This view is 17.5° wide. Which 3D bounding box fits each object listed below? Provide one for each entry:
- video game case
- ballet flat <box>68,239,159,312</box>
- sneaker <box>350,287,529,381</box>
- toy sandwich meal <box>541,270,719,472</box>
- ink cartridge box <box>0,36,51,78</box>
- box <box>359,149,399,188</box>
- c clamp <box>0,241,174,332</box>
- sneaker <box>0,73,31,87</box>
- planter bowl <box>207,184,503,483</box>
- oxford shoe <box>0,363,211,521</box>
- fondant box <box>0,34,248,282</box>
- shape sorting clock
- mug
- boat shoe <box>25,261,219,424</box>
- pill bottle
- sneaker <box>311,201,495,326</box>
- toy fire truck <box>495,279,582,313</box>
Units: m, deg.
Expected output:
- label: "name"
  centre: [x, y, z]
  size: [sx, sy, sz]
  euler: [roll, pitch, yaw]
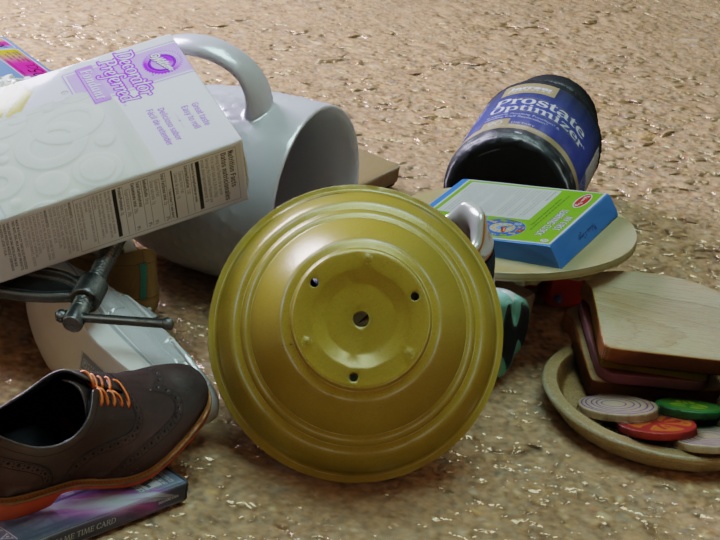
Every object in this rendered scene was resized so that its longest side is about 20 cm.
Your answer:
- label: "video game case"
  centre: [-0.229, 0.137, 1.473]
  size: [0.143, 0.019, 0.199]
  euler: [28, 30, 36]
- label: "ballet flat"
  centre: [-0.213, -0.028, 1.777]
  size: [0.068, 0.063, 0.200]
  euler: [-13, 32, -39]
- label: "sneaker"
  centre: [0.020, 0.038, 1.691]
  size: [0.140, 0.078, 0.199]
  euler: [28, 31, 34]
- label: "toy sandwich meal"
  centre: [0.225, 0.072, 1.694]
  size: [0.204, 0.071, 0.205]
  euler: [7, 25, -3]
- label: "ink cartridge box"
  centre: [-0.354, -0.130, 1.937]
  size: [0.199, 0.077, 0.136]
  euler: [-13, 32, -36]
- label: "box"
  centre: [-0.087, -0.081, 1.979]
  size: [0.163, 0.021, 0.200]
  euler: [22, 29, 27]
- label: "c clamp"
  centre: [-0.192, -0.025, 1.634]
  size: [0.170, 0.027, 0.201]
  euler: [3, 41, 10]
- label: "sneaker"
  centre: [-0.283, -0.126, 1.727]
  size: [0.199, 0.094, 0.070]
  euler: [-22, 5, -9]
- label: "planter bowl"
  centre: [-0.001, 0.036, 1.529]
  size: [0.199, 0.202, 0.083]
  euler: [7, -8, -2]
- label: "oxford shoe"
  centre: [-0.163, 0.094, 1.459]
  size: [0.200, 0.073, 0.071]
  euler: [-24, 61, -43]
- label: "fondant box"
  centre: [-0.196, -0.079, 1.633]
  size: [0.199, 0.058, 0.144]
  euler: [-19, 43, -16]
- label: "shape sorting clock"
  centre: [0.112, -0.028, 1.789]
  size: [0.199, 0.039, 0.200]
  euler: [-2, 19, 1]
- label: "mug"
  centre: [-0.113, -0.092, 1.786]
  size: [0.174, 0.201, 0.148]
  euler: [13, 42, 23]
- label: "boat shoe"
  centre: [-0.166, 0.049, 1.617]
  size: [0.068, 0.072, 0.200]
  euler: [-7, 28, -36]
- label: "pill bottle"
  centre: [0.143, -0.096, 1.977]
  size: [0.111, 0.112, 0.200]
  euler: [13, 25, 10]
- label: "sneaker"
  centre: [0.000, 0.000, 1.617]
  size: [0.199, 0.080, 0.078]
  euler: [-15, 35, -22]
- label: "toy fire truck"
  centre: [0.094, 0.007, 1.815]
  size: [0.199, 0.049, 0.141]
  euler: [4, 26, -12]
